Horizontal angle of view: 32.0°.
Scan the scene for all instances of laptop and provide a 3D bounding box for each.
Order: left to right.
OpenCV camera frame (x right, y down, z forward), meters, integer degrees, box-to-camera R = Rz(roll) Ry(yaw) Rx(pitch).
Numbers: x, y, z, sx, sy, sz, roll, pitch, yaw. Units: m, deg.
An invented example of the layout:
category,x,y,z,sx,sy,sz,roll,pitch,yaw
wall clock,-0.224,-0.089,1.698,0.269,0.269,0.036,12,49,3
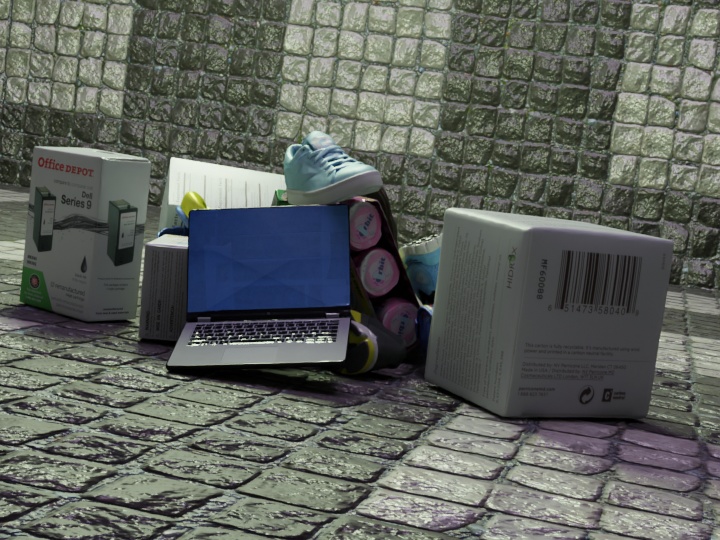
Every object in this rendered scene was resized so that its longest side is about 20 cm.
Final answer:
category,x,y,z,sx,sy,sz,roll,pitch,yaw
laptop,-0.105,0.015,1.344,0.184,0.118,0.200,-2,19,3

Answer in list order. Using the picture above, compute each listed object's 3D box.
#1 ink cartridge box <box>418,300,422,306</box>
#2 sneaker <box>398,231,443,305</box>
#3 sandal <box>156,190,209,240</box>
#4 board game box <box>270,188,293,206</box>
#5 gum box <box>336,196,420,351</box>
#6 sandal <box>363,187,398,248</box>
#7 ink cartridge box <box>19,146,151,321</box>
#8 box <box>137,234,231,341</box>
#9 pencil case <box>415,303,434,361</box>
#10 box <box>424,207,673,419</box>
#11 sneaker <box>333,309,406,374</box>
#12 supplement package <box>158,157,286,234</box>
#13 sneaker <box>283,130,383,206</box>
category,x,y,z,sx,sy,sz,roll,pitch,yaw
ink cartridge box,0.079,0.053,1.702,0.172,0.044,0.199,28,-7,-33
sneaker,0.085,0.018,1.575,0.077,0.091,0.200,-17,-10,2
sandal,-0.204,-0.011,1.676,0.086,0.201,0.080,-32,29,2
board game box,-0.069,-0.009,1.639,0.133,0.202,0.029,5,36,-20
gum box,0.000,0.000,1.539,0.066,0.202,0.113,-32,23,-24
sandal,0.012,-0.055,1.691,0.080,0.201,0.055,3,46,11
ink cartridge box,-0.346,-0.049,1.569,0.145,0.203,0.084,11,7,38
box,-0.203,0.020,1.519,0.100,0.114,0.200,5,5,-3
pencil case,0.156,0.056,1.485,0.198,0.079,0.087,-16,27,-26
box,0.200,0.045,1.360,0.197,0.203,0.171,4,8,-28
sneaker,-0.022,0.078,1.461,0.084,0.075,0.199,11,11,-35
supplement package,-0.179,-0.069,1.758,0.197,0.115,0.110,9,39,-13
sneaker,-0.043,-0.122,1.470,0.073,0.083,0.199,-19,11,-29
